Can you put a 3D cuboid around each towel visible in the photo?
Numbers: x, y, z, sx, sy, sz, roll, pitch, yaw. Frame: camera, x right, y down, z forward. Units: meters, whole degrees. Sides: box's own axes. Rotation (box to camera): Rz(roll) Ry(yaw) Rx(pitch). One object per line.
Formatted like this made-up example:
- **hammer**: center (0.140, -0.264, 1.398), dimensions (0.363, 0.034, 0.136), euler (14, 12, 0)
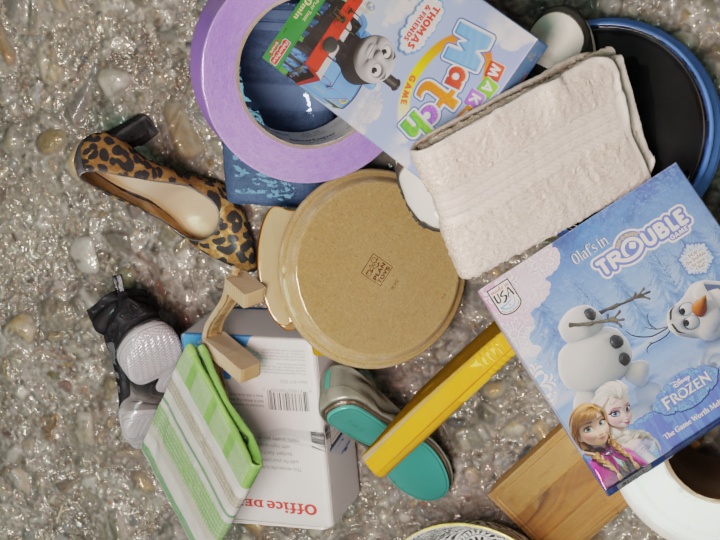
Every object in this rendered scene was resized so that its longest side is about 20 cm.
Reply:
- **towel**: center (0.146, -0.089, 1.452), dimensions (0.199, 0.034, 0.133), euler (-29, 117, -12)
- **towel**: center (-0.152, 0.179, 1.722), dimensions (0.150, 0.031, 0.200), euler (58, 145, 22)
- **towel**: center (-0.077, -0.161, 1.669), dimensions (0.111, 0.049, 0.202), euler (7, 110, 14)

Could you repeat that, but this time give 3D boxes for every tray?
- **tray**: center (0.224, 0.185, 1.686), dimensions (0.099, 0.037, 0.200), euler (44, 119, 2)

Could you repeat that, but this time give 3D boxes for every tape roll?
- **tape roll**: center (0.319, 0.133, 1.547), dimensions (0.201, 0.139, 0.205), euler (2, 99, 11)
- **tape roll**: center (-0.051, -0.183, 1.585), dimensions (0.198, 0.066, 0.202), euler (-4, 106, -13)

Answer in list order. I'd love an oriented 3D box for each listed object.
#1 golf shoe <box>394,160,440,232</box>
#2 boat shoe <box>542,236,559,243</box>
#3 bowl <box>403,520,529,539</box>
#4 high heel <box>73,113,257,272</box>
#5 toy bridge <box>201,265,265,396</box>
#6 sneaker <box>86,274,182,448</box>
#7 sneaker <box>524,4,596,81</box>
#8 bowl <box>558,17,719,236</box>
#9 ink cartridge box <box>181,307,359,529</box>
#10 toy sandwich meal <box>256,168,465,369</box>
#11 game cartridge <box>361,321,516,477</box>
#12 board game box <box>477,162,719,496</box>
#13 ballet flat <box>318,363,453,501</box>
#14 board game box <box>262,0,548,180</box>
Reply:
- **golf shoe**: center (0.072, -0.128, 1.544), dimensions (0.077, 0.095, 0.202), euler (0, 103, -7)
- **boat shoe**: center (0.167, -0.050, 1.606), dimensions (0.198, 0.062, 0.073), euler (1, 109, 21)
- **bowl**: center (0.122, 0.320, 1.741), dimensions (0.199, 0.094, 0.202), euler (7, 112, 18)
- **high heel**: center (-0.189, -0.056, 1.698), dimensions (0.200, 0.143, 0.071), euler (48, 118, -1)
- **toy bridge**: center (-0.124, 0.081, 1.679), dimensions (0.067, 0.027, 0.201), euler (36, 133, 38)
- **sneaker**: center (-0.228, 0.090, 1.808), dimensions (0.114, 0.075, 0.201), euler (58, 156, 33)
- **sneaker**: center (0.144, -0.130, 1.498), dimensions (0.073, 0.080, 0.202), euler (21, 94, 17)
- **bowl**: center (0.214, -0.121, 1.539), dimensions (0.199, 0.039, 0.203), euler (0, 90, 16)
- **ink cartridge box**: center (-0.088, 0.145, 1.765), dimensions (0.145, 0.086, 0.202), euler (2, 111, 21)
- **toy sandwich meal**: center (0.000, 0.000, 1.663), dimensions (0.203, 0.070, 0.207), euler (0, 91, -16)
- **game cartridge**: center (0.101, 0.092, 1.620), dimensions (0.032, 0.176, 0.200), euler (47, 119, 1)
- **board game box**: center (0.232, 0.047, 1.458), dimensions (0.199, 0.043, 0.200), euler (-33, 72, 1)
- **ballet flat**: center (0.028, 0.153, 1.721), dimensions (0.067, 0.064, 0.200), euler (-27, 134, 22)
- **board game box**: center (0.035, -0.184, 1.487), dimensions (0.200, 0.037, 0.152), euler (38, 98, 19)
